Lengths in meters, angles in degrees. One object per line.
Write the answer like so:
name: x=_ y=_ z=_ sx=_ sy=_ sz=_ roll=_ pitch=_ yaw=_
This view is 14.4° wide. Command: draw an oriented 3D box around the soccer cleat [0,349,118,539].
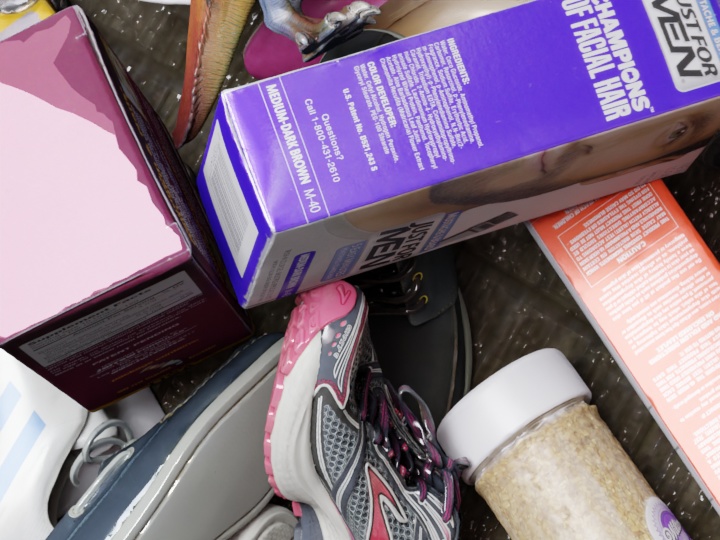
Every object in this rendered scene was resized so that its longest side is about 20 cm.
soccer cleat: x=-0.154 y=0.047 z=1.284 sx=0.086 sy=0.070 sz=0.201 roll=-7 pitch=84 yaw=3

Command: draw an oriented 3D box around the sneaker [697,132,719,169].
sneaker: x=0.236 y=-0.046 z=1.213 sx=0.198 sy=0.074 sz=0.088 roll=0 pitch=75 yaw=9

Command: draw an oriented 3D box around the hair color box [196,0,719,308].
hair color box: x=0.042 y=-0.053 z=1.111 sx=0.199 sy=0.109 sz=0.065 roll=-19 pitch=78 yaw=-13

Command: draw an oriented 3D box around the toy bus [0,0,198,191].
toy bus: x=-0.136 y=-0.059 z=1.310 sx=0.078 sy=0.065 sz=0.200 roll=-37 pitch=77 yaw=1

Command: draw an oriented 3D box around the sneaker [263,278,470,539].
sneaker: x=0.008 y=0.081 z=1.205 sx=0.074 sy=0.201 sz=0.081 roll=1 pitch=43 yaw=16

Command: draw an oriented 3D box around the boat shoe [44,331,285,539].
boat shoe: x=-0.091 y=0.103 z=1.227 sx=0.062 sy=0.075 sz=0.201 roll=23 pitch=73 yaw=38

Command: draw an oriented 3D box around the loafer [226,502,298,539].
loafer: x=-0.087 y=0.194 z=1.266 sx=0.063 sy=0.072 sz=0.201 roll=15 pitch=78 yaw=33

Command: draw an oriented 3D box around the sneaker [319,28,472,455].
sneaker: x=0.000 y=0.000 z=1.230 sx=0.074 sy=0.106 sz=0.201 roll=-6 pitch=99 yaw=12

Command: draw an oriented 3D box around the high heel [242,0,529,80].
high heel: x=0.050 y=-0.106 z=1.276 sx=0.199 sy=0.067 sz=0.096 roll=-21 pitch=66 yaw=-3

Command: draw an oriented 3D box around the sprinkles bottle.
sprinkles bottle: x=0.113 y=0.131 z=1.219 sx=0.068 sy=0.068 sz=0.200 roll=-36 pitch=75 yaw=6

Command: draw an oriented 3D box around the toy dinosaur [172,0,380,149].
toy dinosaur: x=-0.058 y=-0.171 z=1.150 sx=0.199 sy=0.105 sz=0.182 roll=-32 pitch=89 yaw=20

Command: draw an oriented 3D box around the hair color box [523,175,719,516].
hair color box: x=0.145 y=0.037 z=1.210 sx=0.061 sy=0.101 sz=0.201 roll=-34 pitch=76 yaw=5

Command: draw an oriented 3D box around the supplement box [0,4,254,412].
supplement box: x=-0.113 y=-0.019 z=1.162 sx=0.085 sy=0.200 sz=0.111 roll=-25 pitch=79 yaw=0

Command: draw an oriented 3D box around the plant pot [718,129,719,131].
plant pot: x=0.220 y=-0.159 z=1.143 sx=0.199 sy=0.162 sz=0.201 roll=0 pitch=40 yaw=0

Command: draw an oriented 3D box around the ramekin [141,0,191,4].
ramekin: x=-0.076 y=-0.224 z=1.225 sx=0.199 sy=0.098 sz=0.202 roll=-1 pitch=110 yaw=-2

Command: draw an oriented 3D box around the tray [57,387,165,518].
tray: x=-0.179 y=0.023 z=1.335 sx=0.107 sy=0.022 sz=0.201 roll=-33 pitch=75 yaw=8
